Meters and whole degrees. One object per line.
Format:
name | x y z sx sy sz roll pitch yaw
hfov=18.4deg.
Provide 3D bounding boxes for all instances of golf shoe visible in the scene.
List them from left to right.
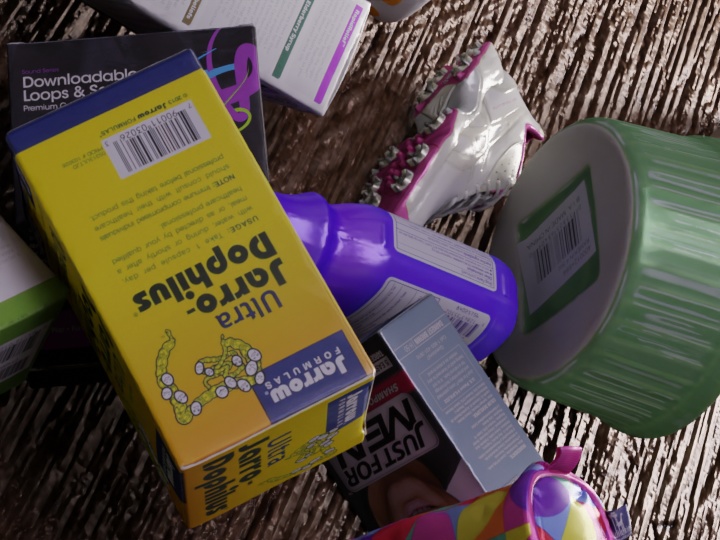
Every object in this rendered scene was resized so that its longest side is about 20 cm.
golf shoe | 0.066 -0.068 1.461 0.092 0.075 0.200 47 44 -15

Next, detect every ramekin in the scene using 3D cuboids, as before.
ramekin | 0.163 0.000 1.421 0.097 0.200 0.201 16 55 -26

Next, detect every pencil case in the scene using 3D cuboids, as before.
pencil case | 0.050 0.165 1.210 0.088 0.200 0.089 28 49 -37

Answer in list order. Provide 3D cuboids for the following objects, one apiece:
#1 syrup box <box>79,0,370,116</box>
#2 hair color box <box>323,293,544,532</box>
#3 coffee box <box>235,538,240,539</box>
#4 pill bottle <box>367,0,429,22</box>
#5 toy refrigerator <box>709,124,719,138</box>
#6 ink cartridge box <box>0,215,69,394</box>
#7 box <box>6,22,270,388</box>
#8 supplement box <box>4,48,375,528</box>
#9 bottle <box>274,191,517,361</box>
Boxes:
syrup box | -0.093 -0.168 1.319 0.200 0.079 0.082 29 83 -45
hair color box | 0.051 0.126 1.308 0.200 0.099 0.061 56 42 0
coffee box | -0.042 0.248 1.141 0.200 0.113 0.080 47 43 -11
pill bottle | -0.019 -0.266 1.469 0.200 0.116 0.117 40 45 -18
toy refrigerator | 0.281 -0.060 1.651 0.076 0.070 0.200 52 42 -4
ink cartridge box | -0.269 -0.011 1.122 0.200 0.076 0.148 45 41 15
box | -0.119 -0.038 1.232 0.142 0.036 0.201 -4 68 -4
supplement box | -0.087 0.010 1.135 0.109 0.109 0.200 -26 72 -12
bottle | 0.000 0.000 1.350 0.200 0.083 0.066 21 52 -31
